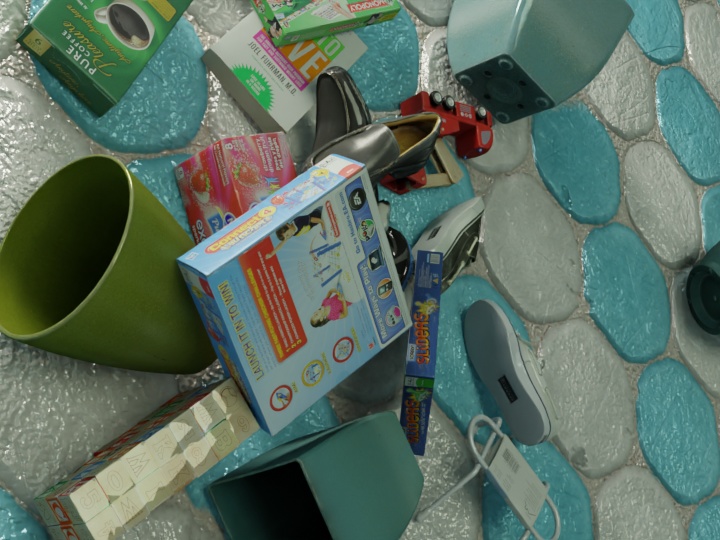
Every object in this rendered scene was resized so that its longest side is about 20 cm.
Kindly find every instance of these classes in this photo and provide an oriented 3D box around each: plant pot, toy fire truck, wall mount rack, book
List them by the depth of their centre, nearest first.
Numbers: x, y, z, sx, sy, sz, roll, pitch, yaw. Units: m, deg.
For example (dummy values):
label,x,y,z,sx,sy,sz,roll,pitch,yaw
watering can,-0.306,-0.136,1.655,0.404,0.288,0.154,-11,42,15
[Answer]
label,x,y,z,sx,sy,sz,roll,pitch,yaw
plant pot,-0.220,0.021,1.100,0.200,0.185,0.189,39,51,-44
plant pot,-0.028,0.236,1.212,0.199,0.140,0.143,-29,95,-52
book,-0.092,-0.264,1.399,0.134,0.048,0.200,48,49,-12
wall mount rack,0.160,0.286,1.414,0.201,0.074,0.174,53,44,-15
toy fire truck,0.107,-0.166,1.539,0.198,0.048,0.143,9,69,-41
plant pot,0.239,-0.329,1.628,0.196,0.195,0.202,39,61,-26
plant pot,0.621,0.034,1.862,0.133,0.200,0.203,-14,84,-17

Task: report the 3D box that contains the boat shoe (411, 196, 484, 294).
label,x,y,z,sx,sy,sz,roll,pitch,yaw
boat shoe,0.118,-0.032,1.479,0.064,0.070,0.200,59,38,-13

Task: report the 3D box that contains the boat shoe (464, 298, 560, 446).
label,x,y,z,sx,sy,sz,roll,pitch,yaw
boat shoe,0.210,0.130,1.499,0.086,0.074,0.204,-1,59,-52

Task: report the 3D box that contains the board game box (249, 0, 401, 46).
label,x,y,z,sx,sy,sz,roll,pitch,yaw
board game box,-0.056,-0.360,1.424,0.199,0.029,0.136,-22,78,-39

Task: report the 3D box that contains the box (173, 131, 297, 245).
label,x,y,z,sx,sy,sz,roll,pitch,yaw
box,-0.118,-0.040,1.251,0.095,0.099,0.202,-12,84,-44

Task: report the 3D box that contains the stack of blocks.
label,x,y,z,sx,sy,sz,roll,pitch,yaw
stack of blocks,-0.206,0.184,1.078,0.199,0.115,0.059,-35,99,-39

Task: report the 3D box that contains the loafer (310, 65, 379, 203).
label,x,y,z,sx,sy,sz,roll,pitch,yaw
loafer,-0.027,-0.141,1.366,0.072,0.072,0.203,-19,104,-39

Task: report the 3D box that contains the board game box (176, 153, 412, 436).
label,x,y,z,sx,sy,sz,roll,pitch,yaw
board game box,-0.056,0.023,1.107,0.195,0.056,0.202,-36,128,-25

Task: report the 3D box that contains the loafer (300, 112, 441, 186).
label,x,y,z,sx,sy,sz,roll,pitch,yaw
loafer,0.013,-0.138,1.284,0.199,0.072,0.073,-28,73,-44

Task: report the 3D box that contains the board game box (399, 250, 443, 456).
label,x,y,z,sx,sy,sz,roll,pitch,yaw
board game box,0.070,0.094,1.327,0.034,0.136,0.201,6,42,3

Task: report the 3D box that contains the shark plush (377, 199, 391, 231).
label,x,y,z,sx,sy,sz,roll,pitch,yaw
shark plush,0.000,0.000,1.279,0.090,0.084,0.202,-5,52,-16

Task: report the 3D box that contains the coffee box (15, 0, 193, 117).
label,x,y,z,sx,sy,sz,roll,pitch,yaw
coffee box,-0.271,-0.276,1.233,0.123,0.044,0.201,42,51,-23

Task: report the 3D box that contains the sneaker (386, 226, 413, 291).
label,x,y,z,sx,sy,sz,roll,pitch,yaw
sneaker,0.001,0.016,1.360,0.083,0.070,0.201,50,51,-25
